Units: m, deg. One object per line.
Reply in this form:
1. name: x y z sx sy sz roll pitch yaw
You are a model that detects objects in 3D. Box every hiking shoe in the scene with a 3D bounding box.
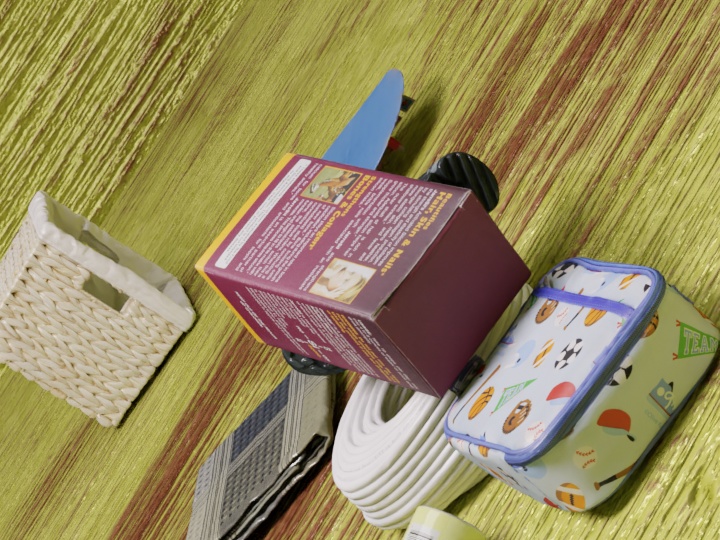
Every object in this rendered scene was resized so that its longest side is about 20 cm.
1. hiking shoe: 0.022 0.002 1.798 0.200 0.074 0.087 -44 2 -8

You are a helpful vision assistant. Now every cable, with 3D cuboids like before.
1. cable: 0.054 0.088 1.744 0.200 0.069 0.200 -48 16 24

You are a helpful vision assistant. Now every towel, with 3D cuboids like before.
1. towel: -0.078 0.160 2.098 0.193 0.035 0.200 -47 14 20

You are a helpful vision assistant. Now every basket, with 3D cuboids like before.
1. basket: -0.308 0.041 2.747 0.161 0.198 0.200 -56 15 6

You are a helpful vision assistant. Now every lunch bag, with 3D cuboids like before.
1. lunch bag: 0.133 0.063 1.544 0.161 0.075 0.200 -54 15 -5

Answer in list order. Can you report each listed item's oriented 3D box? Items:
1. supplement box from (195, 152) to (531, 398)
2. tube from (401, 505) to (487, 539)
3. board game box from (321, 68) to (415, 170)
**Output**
1. supplement box: 0.000 0.000 1.655 0.200 0.086 0.110 15 61 51
2. tube: 0.016 0.247 1.573 0.201 0.052 0.058 -63 -25 -15
3. board game box: 0.002 -0.092 2.374 0.200 0.039 0.158 -51 19 34
